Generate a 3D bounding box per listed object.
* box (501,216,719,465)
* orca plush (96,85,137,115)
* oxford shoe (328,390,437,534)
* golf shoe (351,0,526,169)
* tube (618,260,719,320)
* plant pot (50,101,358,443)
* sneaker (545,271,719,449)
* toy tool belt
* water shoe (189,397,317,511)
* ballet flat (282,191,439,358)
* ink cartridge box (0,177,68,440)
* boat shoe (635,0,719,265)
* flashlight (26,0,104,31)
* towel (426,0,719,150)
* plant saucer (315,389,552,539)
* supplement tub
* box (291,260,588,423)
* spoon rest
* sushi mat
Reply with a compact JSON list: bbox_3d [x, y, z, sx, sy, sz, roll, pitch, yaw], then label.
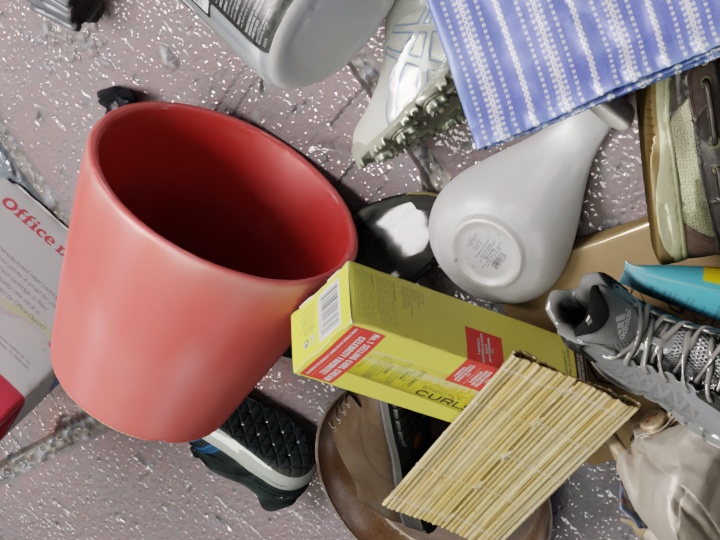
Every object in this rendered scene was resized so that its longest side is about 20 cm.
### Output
[{"bbox_3d":[0.203,0.043,1.183,0.199,0.021,0.164,-19,108,38],"label":"box"},{"bbox_3d":[-0.164,-0.035,1.318,0.104,0.071,0.202,9,122,26],"label":"orca plush"},{"bbox_3d":[0.010,0.101,1.261,0.084,0.073,0.202,11,123,27],"label":"oxford shoe"},{"bbox_3d":[0.046,-0.153,1.136,0.098,0.078,0.200,53,126,14],"label":"golf shoe"},{"bbox_3d":[0.260,0.023,1.085,0.198,0.051,0.078,11,166,8],"label":"tube"},{"bbox_3d":[-0.125,0.011,1.227,0.199,0.200,0.178,33,121,8],"label":"plant pot"},{"bbox_3d":[0.188,0.053,1.069,0.115,0.076,0.199,28,173,-41],"label":"sneaker"},{"bbox_3d":[0.243,0.168,1.184,0.200,0.125,0.123,46,165,-26],"label":"toy tool belt"},{"bbox_3d":[-0.128,0.122,1.396,0.199,0.071,0.079,37,138,10],"label":"water shoe"},{"bbox_3d":[0.000,0.000,1.269,0.199,0.057,0.067,-35,74,34],"label":"ballet flat"},{"bbox_3d":[-0.295,0.043,1.359,0.147,0.200,0.086,42,131,1],"label":"ink cartridge box"},{"bbox_3d":[0.203,-0.105,1.068,0.064,0.073,0.202,-5,110,3],"label":"boat shoe"},{"bbox_3d":[-0.278,-0.243,1.261,0.199,0.068,0.068,29,126,13],"label":"flashlight"},{"bbox_3d":[0.134,-0.171,1.021,0.198,0.024,0.146,-22,79,20],"label":"towel"},{"bbox_3d":[0.059,0.159,1.334,0.198,0.032,0.202,14,124,22],"label":"plant saucer"},{"bbox_3d":[-0.077,-0.220,1.103,0.200,0.122,0.123,45,133,21],"label":"supplement tub"},{"bbox_3d":[0.055,0.058,1.163,0.199,0.051,0.075,21,138,-30],"label":"box"},{"bbox_3d":[0.117,-0.053,1.149,0.099,0.061,0.200,39,131,1],"label":"spoon rest"},{"bbox_3d":[0.099,0.126,1.187,0.095,0.012,0.200,25,135,-11],"label":"sushi mat"}]
